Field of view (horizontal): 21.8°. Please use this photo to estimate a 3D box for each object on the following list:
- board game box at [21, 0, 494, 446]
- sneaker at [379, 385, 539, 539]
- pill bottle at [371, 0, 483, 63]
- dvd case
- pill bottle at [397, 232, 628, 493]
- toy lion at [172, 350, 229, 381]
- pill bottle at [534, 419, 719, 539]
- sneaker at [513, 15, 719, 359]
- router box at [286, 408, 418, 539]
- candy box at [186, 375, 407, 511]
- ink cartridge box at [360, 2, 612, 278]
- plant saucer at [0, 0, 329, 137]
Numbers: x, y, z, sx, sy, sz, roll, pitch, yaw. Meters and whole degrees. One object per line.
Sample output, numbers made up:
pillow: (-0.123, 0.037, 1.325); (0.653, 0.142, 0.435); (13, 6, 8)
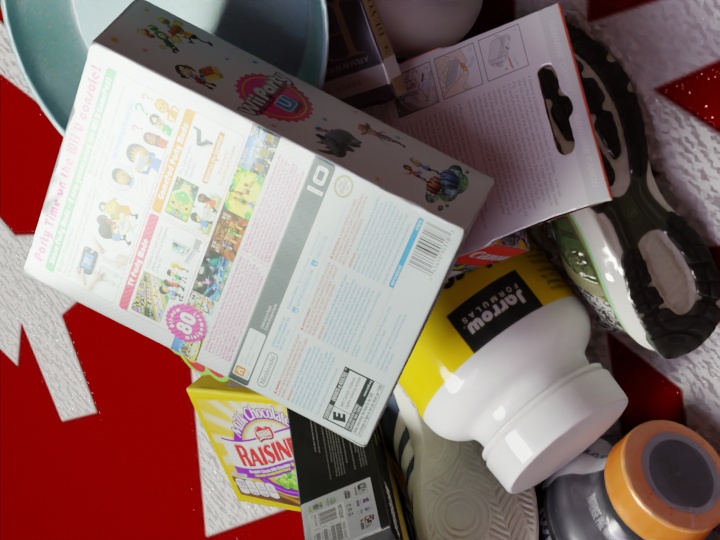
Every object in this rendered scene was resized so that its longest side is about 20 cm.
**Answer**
board game box: (-0.054, -0.022, 0.928); (0.199, 0.064, 0.148); (27, 124, 3)
sneaker: (0.056, 0.122, 1.118); (0.085, 0.074, 0.201); (100, 162, -58)
pill bottle: (-0.002, -0.152, 1.020); (0.111, 0.111, 0.200); (56, 140, -2)
dvd case: (-0.073, -0.165, 0.966); (0.148, 0.016, 0.201); (-14, 103, 32)
pill bottle: (0.058, 0.021, 1.058); (0.200, 0.112, 0.113); (52, 141, 18)
toy lion: (-0.117, -0.014, 1.247); (0.191, 0.068, 0.201); (10, 129, 55)
pill bottle: (0.140, 0.168, 1.111); (0.106, 0.106, 0.200); (45, 139, 10)
sneaker: (0.116, -0.041, 1.021); (0.088, 0.077, 0.201); (-14, 104, 60)
router box: (0.012, 0.176, 1.106); (0.200, 0.052, 0.158); (-105, -7, -68)
candy box: (-0.036, 0.124, 1.302); (0.199, 0.026, 0.103); (1, 119, 48)
ink cartridge box: (0.038, -0.053, 0.976); (0.199, 0.050, 0.110); (-19, 77, 27)
plant saucer: (-0.096, -0.138, 0.959); (0.198, 0.036, 0.202); (12, 115, 26)
